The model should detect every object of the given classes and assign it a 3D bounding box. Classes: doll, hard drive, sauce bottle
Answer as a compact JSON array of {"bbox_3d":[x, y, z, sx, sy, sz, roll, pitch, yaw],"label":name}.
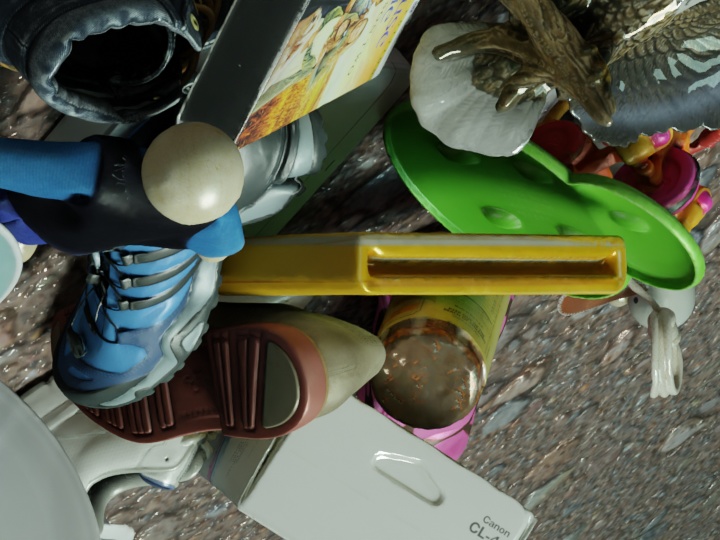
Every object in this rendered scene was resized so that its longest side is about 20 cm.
[{"bbox_3d":[-0.115,-0.032,1.035,0.136,0.048,0.200,19,168,-35],"label":"doll"},{"bbox_3d":[-0.071,-0.064,1.231,0.132,0.027,0.200,-47,156,23],"label":"hard drive"},{"bbox_3d":[0.051,0.013,1.409,0.066,0.066,0.200,-50,-171,27],"label":"sauce bottle"}]

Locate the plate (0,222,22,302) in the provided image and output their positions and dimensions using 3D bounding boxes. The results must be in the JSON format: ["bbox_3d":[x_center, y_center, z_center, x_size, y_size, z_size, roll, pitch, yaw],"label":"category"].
[{"bbox_3d":[-0.240,0.002,1.043,0.200,0.026,0.200,-12,159,-5],"label":"plate"}]

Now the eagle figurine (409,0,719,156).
[{"bbox_3d":[0.128,-0.130,1.175,0.200,0.151,0.152,-35,141,-53],"label":"eagle figurine"}]

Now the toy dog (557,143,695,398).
[{"bbox_3d":[0.143,-0.026,1.533,0.132,0.096,0.200,-68,153,-50],"label":"toy dog"}]

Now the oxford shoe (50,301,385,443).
[{"bbox_3d":[-0.074,0.047,1.256,0.075,0.200,0.070,-14,107,-45],"label":"oxford shoe"}]

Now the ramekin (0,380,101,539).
[{"bbox_3d":[-0.227,0.135,1.178,0.202,0.202,0.094,-12,160,-47],"label":"ramekin"}]

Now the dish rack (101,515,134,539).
[{"bbox_3d":[-0.240,0.181,1.418,0.200,0.044,0.172,-38,160,15],"label":"dish rack"}]

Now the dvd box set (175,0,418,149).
[{"bbox_3d":[-0.002,-0.132,1.072,0.146,0.029,0.200,-61,171,20],"label":"dvd box set"}]

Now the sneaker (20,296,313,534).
[{"bbox_3d":[-0.100,0.069,1.368,0.200,0.087,0.075,-39,156,-1],"label":"sneaker"}]

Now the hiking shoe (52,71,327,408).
[{"bbox_3d":[-0.102,-0.018,1.167,0.087,0.074,0.200,8,127,-41],"label":"hiking shoe"}]

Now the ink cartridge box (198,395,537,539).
[{"bbox_3d":[-0.008,0.116,1.395,0.086,0.148,0.200,-58,-167,-2],"label":"ink cartridge box"}]

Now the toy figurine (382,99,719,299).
[{"bbox_3d":[0.140,-0.097,1.304,0.184,0.200,0.150,-53,131,-19],"label":"toy figurine"}]

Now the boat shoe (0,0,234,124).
[{"bbox_3d":[-0.084,-0.101,1.036,0.200,0.091,0.071,-9,132,-50],"label":"boat shoe"}]

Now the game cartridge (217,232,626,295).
[{"bbox_3d":[0.000,0.000,1.250,0.176,0.032,0.200,0,177,-41],"label":"game cartridge"}]

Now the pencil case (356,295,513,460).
[{"bbox_3d":[0.036,0.060,1.561,0.200,0.091,0.094,98,14,-58],"label":"pencil case"}]
